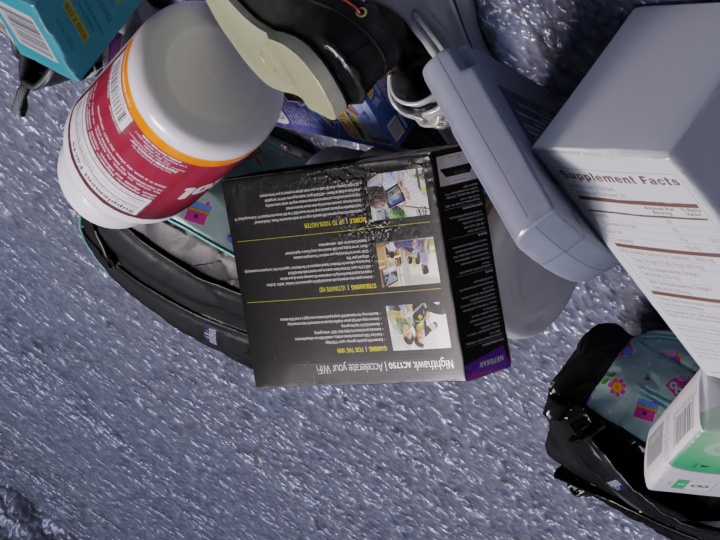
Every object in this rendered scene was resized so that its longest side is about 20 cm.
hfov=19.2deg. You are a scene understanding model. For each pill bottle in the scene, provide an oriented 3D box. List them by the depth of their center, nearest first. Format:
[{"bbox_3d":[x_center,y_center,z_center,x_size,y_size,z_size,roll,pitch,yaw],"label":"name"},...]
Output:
[{"bbox_3d":[0.048,-0.028,1.480,0.199,0.111,0.111,17,151,40],"label":"pill bottle"},{"bbox_3d":[-0.141,-0.101,1.487,0.113,0.113,0.200,40,150,-10],"label":"pill bottle"}]

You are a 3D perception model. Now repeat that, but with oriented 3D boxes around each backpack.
[{"bbox_3d":[0.234,0.124,1.488,0.199,0.127,0.167,29,169,17],"label":"backpack"},{"bbox_3d":[-0.116,-0.031,1.665,0.199,0.154,0.176,21,153,11],"label":"backpack"}]

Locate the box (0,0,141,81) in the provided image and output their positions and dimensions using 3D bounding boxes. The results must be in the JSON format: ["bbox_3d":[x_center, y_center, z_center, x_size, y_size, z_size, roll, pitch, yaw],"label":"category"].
[{"bbox_3d":[-0.134,-0.213,1.221,0.049,0.201,0.082,27,162,24],"label":"box"}]

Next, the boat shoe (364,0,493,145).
[{"bbox_3d":[0.044,-0.126,1.350,0.073,0.066,0.200,20,153,36],"label":"boat shoe"}]

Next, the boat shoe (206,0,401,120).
[{"bbox_3d":[-0.041,-0.152,1.324,0.201,0.063,0.074,36,161,55],"label":"boat shoe"}]

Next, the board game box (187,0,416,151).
[{"bbox_3d":[-0.056,-0.171,1.451,0.135,0.035,0.200,15,149,42],"label":"board game box"}]

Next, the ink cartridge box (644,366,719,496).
[{"bbox_3d":[0.292,0.110,1.342,0.198,0.050,0.161,8,161,-2],"label":"ink cartridge box"}]

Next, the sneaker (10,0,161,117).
[{"bbox_3d":[-0.203,-0.156,1.561,0.077,0.140,0.200,17,151,39],"label":"sneaker"}]

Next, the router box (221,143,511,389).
[{"bbox_3d":[0.000,0.000,1.417,0.199,0.051,0.150,-4,97,44],"label":"router box"}]

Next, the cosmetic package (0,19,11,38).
[{"bbox_3d":[-0.213,-0.222,1.380,0.087,0.104,0.200,38,-173,-28],"label":"cosmetic package"}]

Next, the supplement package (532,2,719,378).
[{"bbox_3d":[0.214,-0.040,1.195,0.117,0.117,0.200,8,144,55],"label":"supplement package"}]

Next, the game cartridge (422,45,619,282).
[{"bbox_3d":[0.106,-0.058,1.256,0.134,0.041,0.200,58,-165,15],"label":"game cartridge"}]
